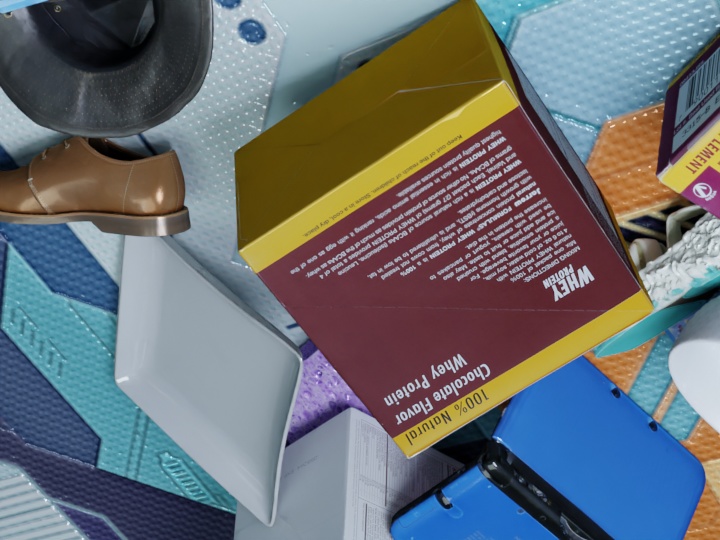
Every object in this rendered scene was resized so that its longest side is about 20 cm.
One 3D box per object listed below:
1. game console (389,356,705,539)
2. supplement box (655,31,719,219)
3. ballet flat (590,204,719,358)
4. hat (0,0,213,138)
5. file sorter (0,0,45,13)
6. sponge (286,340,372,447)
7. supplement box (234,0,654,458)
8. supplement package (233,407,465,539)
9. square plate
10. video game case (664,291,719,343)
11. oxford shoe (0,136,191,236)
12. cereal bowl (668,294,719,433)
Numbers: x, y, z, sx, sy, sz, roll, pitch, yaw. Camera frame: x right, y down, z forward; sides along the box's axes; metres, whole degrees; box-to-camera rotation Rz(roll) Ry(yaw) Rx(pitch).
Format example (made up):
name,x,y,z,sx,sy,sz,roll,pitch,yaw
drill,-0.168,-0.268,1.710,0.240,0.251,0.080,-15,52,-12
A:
name,x,y,z,sx,sy,sz,roll,pitch,yaw
game console,0.149,0.180,1.268,0.200,0.119,0.170,41,121,-20
supplement box,0.301,-0.074,1.009,0.199,0.104,0.131,30,133,-12
ballet flat,0.220,-0.003,1.128,0.071,0.072,0.200,32,144,-14
hat,-0.172,-0.191,1.064,0.198,0.081,0.203,6,115,13
file sorter,-0.206,-0.253,0.934,0.137,0.123,0.202,-11,105,22
sponge,-0.022,0.112,1.337,0.111,0.030,0.200,36,133,-17
supplement box,0.052,-0.026,1.069,0.196,0.133,0.200,-32,119,13
supplement package,0.017,0.241,1.333,0.199,0.152,0.151,29,135,-30
square plate,-0.119,0.075,1.279,0.199,0.028,0.200,38,138,26
video game case,0.330,0.081,1.174,0.143,0.018,0.200,-31,105,40
oxford shoe,-0.220,-0.070,1.218,0.197,0.071,0.072,3,105,15
cereal bowl,0.310,0.076,1.088,0.199,0.084,0.200,34,165,11
